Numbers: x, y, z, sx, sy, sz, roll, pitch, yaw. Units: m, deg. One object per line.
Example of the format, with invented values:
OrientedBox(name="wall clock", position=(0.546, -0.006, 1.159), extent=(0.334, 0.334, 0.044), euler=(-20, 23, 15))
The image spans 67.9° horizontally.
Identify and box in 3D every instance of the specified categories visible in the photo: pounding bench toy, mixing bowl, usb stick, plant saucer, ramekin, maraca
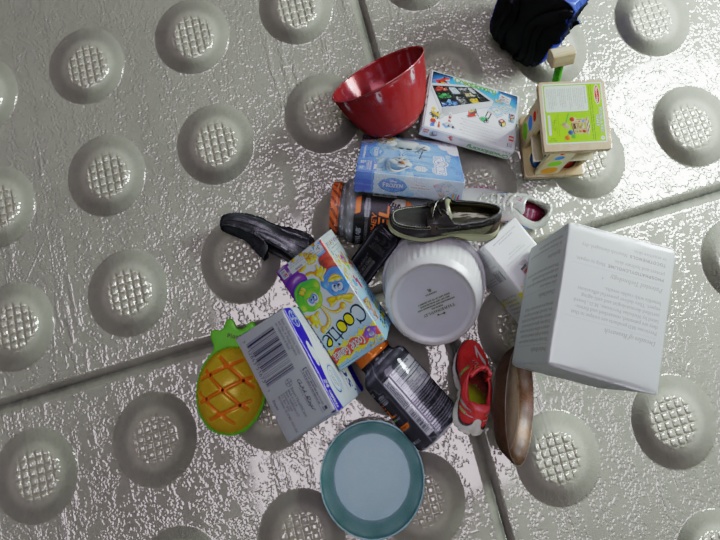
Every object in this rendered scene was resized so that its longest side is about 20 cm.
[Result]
OrientedBox(name="pounding bench toy", position=(0.378, -0.298, 1.024), extent=(0.119, 0.156, 0.209), euler=(-3, 81, 1))
OrientedBox(name="mixing bowl", position=(0.052, -0.331, 1.035), extent=(0.196, 0.201, 0.110), euler=(-33, 119, -4))
OrientedBox(name="usb stick", position=(0.000, 0.000, 0.993), extent=(0.055, 0.033, 0.202), euler=(37, 118, 1))
OrientedBox(name="plant saucer", position=(0.268, 0.233, 0.940), extent=(0.033, 0.198, 0.209), euler=(-2, 79, 31))
OrientedBox(name="ramekin", position=(0.129, 0.038, 0.957), extent=(0.194, 0.095, 0.210), euler=(4, 115, 8))
OrientedBox(name="plant saucer", position=(0.022, 0.381, 0.983), extent=(0.191, 0.036, 0.209), euler=(0, 80, 1))
OrientedBox(name="maraca", position=(-0.233, 0.194, 0.979), extent=(0.131, 0.107, 0.209), euler=(6, 81, 2))

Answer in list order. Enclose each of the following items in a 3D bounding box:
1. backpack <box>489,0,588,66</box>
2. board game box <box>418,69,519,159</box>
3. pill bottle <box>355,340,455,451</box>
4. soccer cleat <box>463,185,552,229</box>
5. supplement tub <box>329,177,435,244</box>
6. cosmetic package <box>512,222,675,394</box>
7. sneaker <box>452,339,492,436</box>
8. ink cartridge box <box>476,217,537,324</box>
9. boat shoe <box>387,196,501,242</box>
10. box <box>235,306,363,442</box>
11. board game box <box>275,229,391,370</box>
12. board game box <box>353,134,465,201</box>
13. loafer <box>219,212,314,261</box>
OrientedBox(name="backpack", position=(0.357, -0.513, 1.040), extent=(0.167, 0.201, 0.163), euler=(-41, 80, -15))
OrientedBox(name="board game box", position=(0.218, -0.311, 1.067), extent=(0.192, 0.035, 0.131), euler=(14, 74, -7))
OrientedBox(name="pill bottle", position=(0.077, 0.214, 0.973), extent=(0.106, 0.106, 0.201), euler=(-42, 82, -6))
OrientedBox(name="soccer cleat", position=(0.276, -0.130, 1.034), extent=(0.192, 0.086, 0.073), euler=(11, 81, 3))
OrientedBox(name="supplement tub", position=(0.040, -0.109, 1.016), extent=(0.191, 0.123, 0.128), euler=(6, 81, 2))
OrientedBox(name="cosmetic package", position=(0.346, 0.063, 0.817), extent=(0.160, 0.168, 0.208), euler=(13, 81, 0))
OrientedBox(name="sneaker", position=(0.208, 0.191, 0.945), extent=(0.074, 0.087, 0.203), euler=(14, 38, -2))
OrientedBox(name="ink cartridge box", position=(0.300, 0.022, 0.982), extent=(0.083, 0.145, 0.202), euler=(-37, 83, -6))
OrientedBox(name="boat shoe", position=(0.144, -0.093, 0.907), extent=(0.192, 0.067, 0.074), euler=(3, 52, 1))
OrientedBox(name="box", position=(-0.097, 0.167, 0.928), extent=(0.103, 0.200, 0.188), euler=(-31, 82, 9))
OrientedBox(name="board game box", position=(-0.043, 0.049, 0.939), extent=(0.101, 0.105, 0.203), euler=(-33, 95, 14))
OrientedBox(name="board game box", position=(0.091, -0.196, 1.002), extent=(0.190, 0.202, 0.045), euler=(7, 122, 0))
OrientedBox(name="loafer", position=(-0.184, -0.058, 1.037), extent=(0.193, 0.068, 0.073), euler=(17, 72, 0))
